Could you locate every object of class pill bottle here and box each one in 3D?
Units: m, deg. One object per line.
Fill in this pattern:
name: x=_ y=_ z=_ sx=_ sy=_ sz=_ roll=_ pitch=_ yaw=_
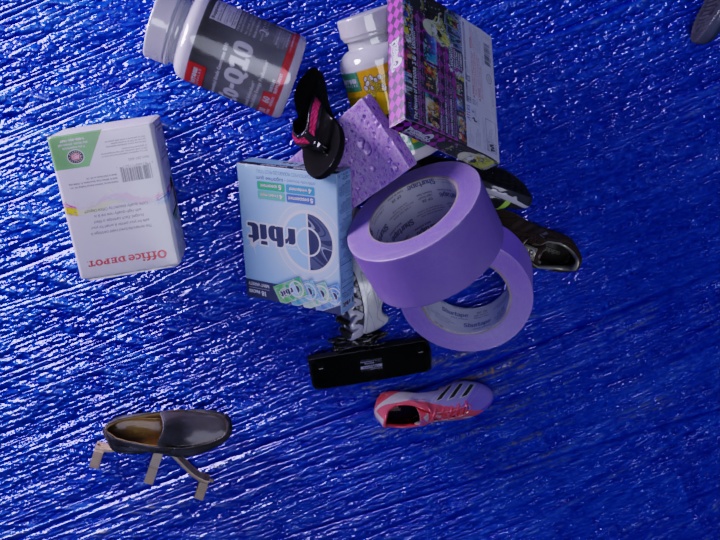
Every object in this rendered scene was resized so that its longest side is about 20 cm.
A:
pill bottle: x=0.036 y=-0.253 z=1.110 sx=0.111 sy=0.113 sz=0.204 roll=-17 pitch=109 yaw=0
pill bottle: x=-0.181 y=-0.293 z=1.075 sx=0.197 sy=0.114 sz=0.116 roll=20 pitch=105 yaw=-11

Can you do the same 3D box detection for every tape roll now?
tape roll: x=0.086 y=-0.051 z=1.081 sx=0.198 sy=0.201 sz=0.086 roll=-30 pitch=122 yaw=5
tape roll: x=0.156 y=0.022 z=1.196 sx=0.196 sy=0.066 sz=0.203 roll=5 pitch=125 yaw=8

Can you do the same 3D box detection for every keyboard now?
keyboard: x=0.014 y=0.130 z=1.278 sx=0.196 sy=0.040 sz=0.105 roll=-9 pitch=131 yaw=-4

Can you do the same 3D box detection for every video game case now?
video game case: x=0.110 y=-0.253 z=1.063 sx=0.179 sy=0.036 sz=0.204 roll=16 pitch=65 yaw=-39

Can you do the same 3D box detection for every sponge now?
sponge: x=-0.024 y=-0.143 z=1.117 sx=0.199 sy=0.030 sz=0.112 roll=-32 pitch=97 yaw=41

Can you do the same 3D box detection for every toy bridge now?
toy bridge: x=-0.329 y=0.309 z=1.294 sx=0.196 sy=0.027 sz=0.068 roll=19 pitch=103 yaw=-10

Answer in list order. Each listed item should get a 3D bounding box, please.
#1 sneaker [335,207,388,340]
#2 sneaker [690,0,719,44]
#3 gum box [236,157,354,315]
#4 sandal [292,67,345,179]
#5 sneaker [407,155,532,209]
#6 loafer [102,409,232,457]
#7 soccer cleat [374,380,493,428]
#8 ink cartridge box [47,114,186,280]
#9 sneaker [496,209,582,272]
sneaker: x=0.000 y=0.000 z=1.216 sx=0.080 sy=0.075 sz=0.204 roll=-11 pitch=107 yaw=-23
sneaker: x=0.552 y=-0.398 z=1.138 sx=0.081 sy=0.070 sz=0.202 roll=29 pitch=104 yaw=-11
gum box: x=-0.091 y=-0.051 z=1.149 sx=0.167 sy=0.044 sz=0.204 roll=9 pitch=112 yaw=28
sandal: x=-0.069 y=-0.200 z=1.078 sx=0.045 sy=0.203 sz=0.075 roll=22 pitch=129 yaw=-39
sneaker: x=0.154 y=-0.113 z=1.200 sx=0.196 sy=0.072 sz=0.084 roll=13 pitch=123 yaw=-5
loafer: x=-0.297 y=0.250 z=1.244 sx=0.195 sy=0.072 sz=0.074 roll=-6 pitch=73 yaw=-6
soccer cleat: x=0.119 y=0.220 z=1.286 sx=0.195 sy=0.077 sz=0.068 roll=-3 pitch=108 yaw=-4
ink cartridge box: x=-0.336 y=-0.103 z=1.134 sx=0.142 sy=0.084 sz=0.204 roll=-9 pitch=108 yaw=-3
sneaker: x=0.243 y=-0.044 z=1.216 sx=0.196 sy=0.076 sz=0.072 roll=11 pitch=107 yaw=-9
